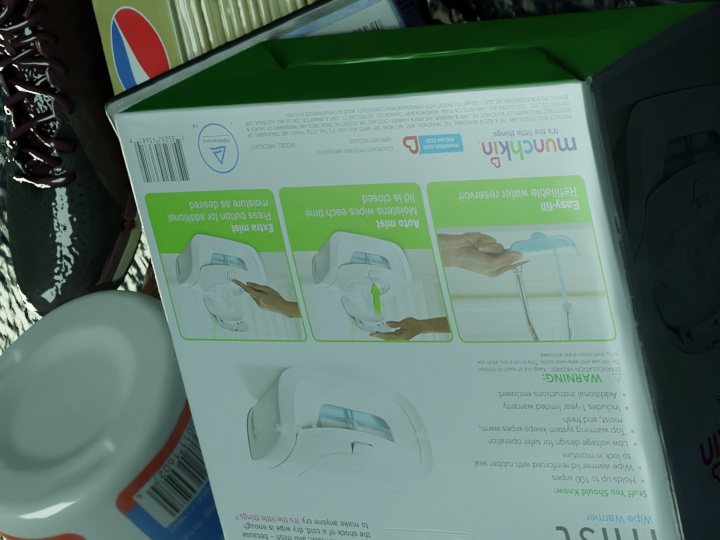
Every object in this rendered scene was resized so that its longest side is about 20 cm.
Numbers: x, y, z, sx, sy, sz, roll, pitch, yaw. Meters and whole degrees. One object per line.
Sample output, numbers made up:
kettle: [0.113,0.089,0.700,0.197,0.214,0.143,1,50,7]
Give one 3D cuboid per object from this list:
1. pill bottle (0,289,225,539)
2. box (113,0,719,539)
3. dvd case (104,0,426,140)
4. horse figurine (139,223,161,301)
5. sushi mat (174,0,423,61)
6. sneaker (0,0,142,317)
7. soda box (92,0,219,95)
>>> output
pill bottle: [-0.065,0.106,1.132,0.112,0.112,0.200,27,163,48]
box: [0.034,0.011,0.944,0.200,0.097,0.177,-2,109,38]
dvd case: [0.000,0.000,1.044,0.143,0.018,0.200,-21,100,35]
horse figurine: [-0.110,-0.061,1.210,0.200,0.050,0.133,51,129,40]
sushi mat: [-0.018,-0.074,1.053,0.095,0.012,0.200,-7,108,18]
sneaker: [-0.144,-0.083,1.127,0.076,0.115,0.200,0,82,39]
soda box: [-0.054,-0.066,1.114,0.064,0.068,0.200,14,121,54]
